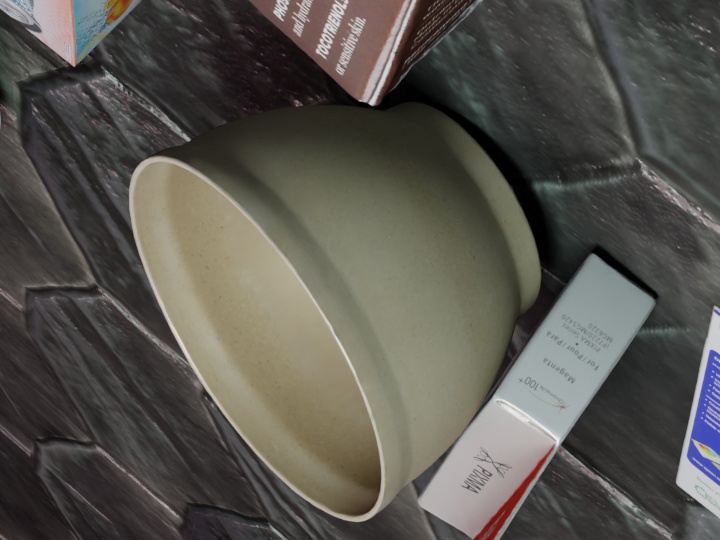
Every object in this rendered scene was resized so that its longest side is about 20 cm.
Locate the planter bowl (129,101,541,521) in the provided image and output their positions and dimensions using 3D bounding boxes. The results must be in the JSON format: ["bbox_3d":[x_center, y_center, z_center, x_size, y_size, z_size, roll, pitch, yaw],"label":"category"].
[{"bbox_3d":[0.000,0.000,1.402,0.200,0.135,0.200,45,156,27],"label":"planter bowl"}]

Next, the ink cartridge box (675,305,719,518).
[{"bbox_3d":[0.199,0.079,1.350,0.095,0.037,0.200,38,162,18],"label":"ink cartridge box"}]

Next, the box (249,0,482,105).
[{"bbox_3d":[-0.003,-0.200,0.992,0.200,0.166,0.164,43,161,6],"label":"box"}]

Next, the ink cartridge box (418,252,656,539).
[{"bbox_3d":[0.063,0.098,1.440,0.044,0.174,0.200,36,159,3],"label":"ink cartridge box"}]

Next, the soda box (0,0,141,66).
[{"bbox_3d":[-0.148,-0.186,1.446,0.068,0.064,0.200,39,159,14],"label":"soda box"}]
